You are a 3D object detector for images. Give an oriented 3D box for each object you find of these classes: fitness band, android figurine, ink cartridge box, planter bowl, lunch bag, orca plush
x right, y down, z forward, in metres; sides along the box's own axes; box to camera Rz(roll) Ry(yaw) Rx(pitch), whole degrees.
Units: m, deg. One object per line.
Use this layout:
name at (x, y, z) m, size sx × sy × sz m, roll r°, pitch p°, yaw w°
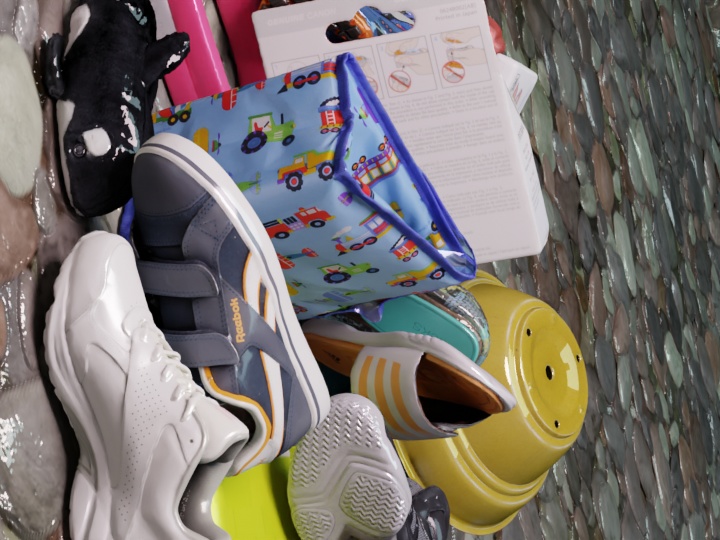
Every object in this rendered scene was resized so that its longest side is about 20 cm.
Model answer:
fitness band at (-0.094, -0.162, 1.498) m, size 0.144 × 0.037 × 0.201 m, roll -61°, pitch 138°, yaw -63°
android figurine at (-0.072, 0.138, 1.396) m, size 0.182 × 0.041 × 0.201 m, roll 18°, pitch 64°, yaw -69°
ink cartridge box at (0.027, -0.096, 1.535) m, size 0.047 × 0.159 × 0.201 m, roll -62°, pitch 141°, yaw -65°
planter bowl at (0.102, 0.078, 1.602) m, size 0.200 × 0.083 × 0.201 m, roll 28°, pitch 54°, yaw -48°
lunch bag at (-0.030, -0.023, 1.405) m, size 0.200 × 0.150 × 0.094 m, roll 50°, pitch 34°, yaw -47°
orca plush at (-0.124, -0.120, 1.333) m, size 0.201 × 0.071 × 0.106 m, roll -79°, pitch 151°, yaw -48°

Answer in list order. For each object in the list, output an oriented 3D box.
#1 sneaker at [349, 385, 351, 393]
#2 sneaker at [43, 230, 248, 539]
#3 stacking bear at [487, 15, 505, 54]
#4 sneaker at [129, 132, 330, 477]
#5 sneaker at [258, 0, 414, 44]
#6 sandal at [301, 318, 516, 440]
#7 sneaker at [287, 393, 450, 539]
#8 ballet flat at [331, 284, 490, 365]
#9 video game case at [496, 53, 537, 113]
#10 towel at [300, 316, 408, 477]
sneaker at (0.042, 0.105, 1.650) m, size 0.200 × 0.078 × 0.071 m, roll 17°, pitch 65°, yaw -52°
sneaker at (-0.107, 0.074, 1.230) m, size 0.078 × 0.099 × 0.201 m, roll 0°, pitch 80°, yaw -70°
stacking bear at (0.004, -0.130, 1.662) m, size 0.200 × 0.113 × 0.122 m, roll -35°, pitch 155°, yaw -59°
sneaker at (-0.085, 0.025, 1.279) m, size 0.079 × 0.078 × 0.201 m, roll -41°, pitch 117°, yaw -33°
sneaker at (0.024, -0.154, 1.567) m, size 0.200 × 0.075 × 0.079 m, roll 35°, pitch 43°, yaw -23°
sandal at (0.020, 0.079, 1.472) m, size 0.079 × 0.206 × 0.059 m, roll 39°, pitch 73°, yaw -30°
sneaker at (0.008, 0.148, 1.455) m, size 0.114 × 0.075 × 0.201 m, roll -65°, pitch 150°, yaw -58°
ballet flat at (0.000, 0.000, 1.520) m, size 0.200 × 0.074 × 0.074 m, roll 38°, pitch 26°, yaw -3°
video game case at (0.074, -0.067, 1.735) m, size 0.201 × 0.024 × 0.182 m, roll -63°, pitch 173°, yaw 6°
towel at (-0.001, 0.068, 1.670) m, size 0.200 × 0.022 × 0.147 m, roll 58°, pitch 29°, yaw -51°
